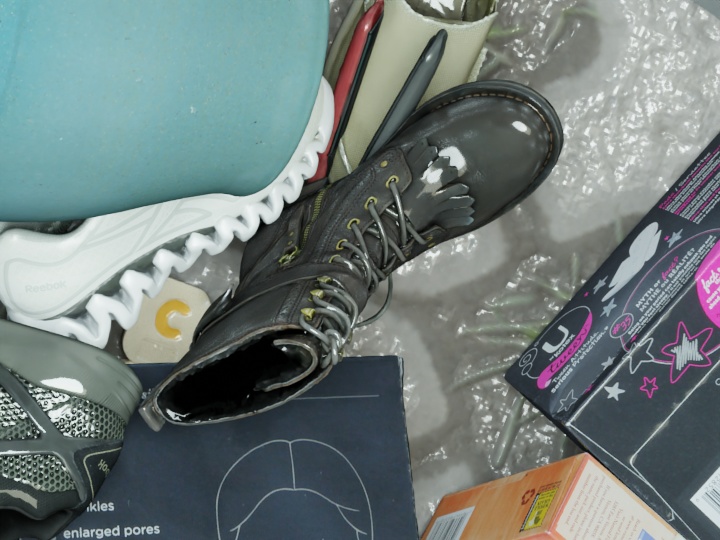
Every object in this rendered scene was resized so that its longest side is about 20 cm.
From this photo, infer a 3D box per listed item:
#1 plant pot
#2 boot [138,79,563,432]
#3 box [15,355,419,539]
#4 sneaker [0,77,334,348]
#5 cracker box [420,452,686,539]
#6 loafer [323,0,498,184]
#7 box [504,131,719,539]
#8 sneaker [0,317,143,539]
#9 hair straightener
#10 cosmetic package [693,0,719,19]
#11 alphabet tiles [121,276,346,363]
[{"bbox_3d":[-0.123,-0.111,1.024,0.187,0.200,0.201,7,98,-27],"label":"plant pot"},{"bbox_3d":[0.000,0.000,1.094,0.199,0.174,0.069,-29,106,25],"label":"boot"},{"bbox_3d":[-0.076,0.153,1.152,0.199,0.124,0.198,-1,72,-13],"label":"box"},{"bbox_3d":[-0.096,-0.043,1.129,0.200,0.075,0.081,-40,126,-17],"label":"sneaker"},{"bbox_3d":[0.139,0.190,1.254,0.200,0.134,0.058,41,57,-16],"label":"cracker box"},{"bbox_3d":[0.029,-0.122,1.209,0.075,0.068,0.201,11,98,-15],"label":"loafer"},{"bbox_3d":[0.200,0.035,1.256,0.132,0.115,0.200,42,89,-18],"label":"box"},{"bbox_3d":[-0.209,0.070,1.059,0.198,0.076,0.115,18,66,2],"label":"sneaker"},{"bbox_3d":[0.005,-0.035,1.192,0.077,0.041,0.201,23,114,2],"label":"hair straightener"},{"bbox_3d":[0.199,-0.229,1.183,0.199,0.166,0.168,30,91,-17],"label":"cosmetic package"},{"bbox_3d":[-0.095,0.109,1.249,0.199,0.015,0.197,21,95,-16],"label":"alphabet tiles"}]
